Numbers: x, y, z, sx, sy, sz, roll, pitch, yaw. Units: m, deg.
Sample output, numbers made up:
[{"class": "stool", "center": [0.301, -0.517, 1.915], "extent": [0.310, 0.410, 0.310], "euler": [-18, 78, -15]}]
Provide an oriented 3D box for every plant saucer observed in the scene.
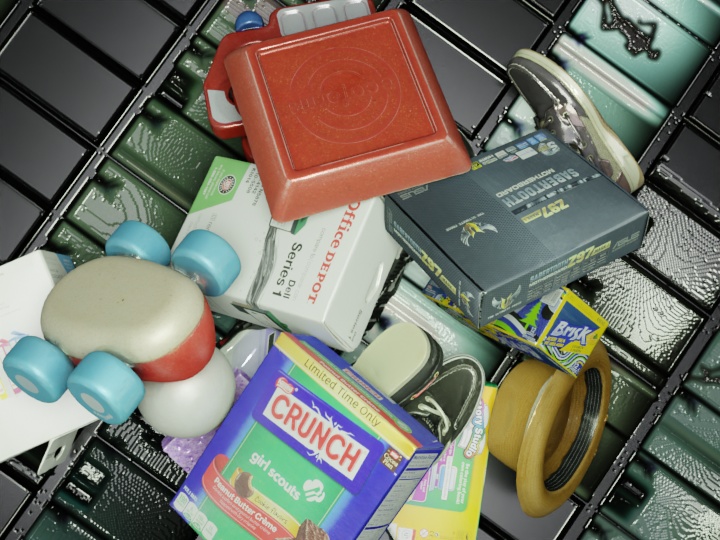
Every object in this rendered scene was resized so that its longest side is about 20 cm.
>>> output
[{"class": "plant saucer", "center": [-0.015, -0.162, 0.954], "extent": [0.198, 0.037, 0.201], "euler": [-16, 67, -8]}]

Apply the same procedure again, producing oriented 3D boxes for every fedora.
[{"class": "fedora", "center": [0.191, 0.153, 1.034], "extent": [0.081, 0.200, 0.202], "euler": [15, 85, 34]}]

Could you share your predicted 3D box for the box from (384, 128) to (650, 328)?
[{"class": "box", "center": [0.145, -0.047, 0.937], "extent": [0.199, 0.051, 0.158], "euler": [-24, 49, -21]}]

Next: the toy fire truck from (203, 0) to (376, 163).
[{"class": "toy fire truck", "center": [-0.069, -0.211, 1.061], "extent": [0.198, 0.112, 0.169], "euler": [-11, 63, -4]}]

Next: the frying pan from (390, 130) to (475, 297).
[{"class": "frying pan", "center": [0.073, -0.072, 1.086], "extent": [0.114, 0.031, 0.192], "euler": [-6, 99, 2]}]

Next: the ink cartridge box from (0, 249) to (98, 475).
[{"class": "ink cartridge box", "center": [-0.328, 0.098, 1.009], "extent": [0.124, 0.129, 0.201], "euler": [-23, 89, -4]}]

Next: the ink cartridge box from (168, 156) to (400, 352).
[{"class": "ink cartridge box", "center": [-0.077, -0.020, 0.997], "extent": [0.199, 0.084, 0.147], "euler": [14, 71, 27]}]

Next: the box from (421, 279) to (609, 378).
[{"class": "box", "center": [0.150, 0.037, 0.997], "extent": [0.070, 0.200, 0.065], "euler": [36, 85, -31]}]

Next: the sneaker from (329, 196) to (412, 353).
[{"class": "sneaker", "center": [0.000, 0.000, 1.060], "extent": [0.080, 0.074, 0.201], "euler": [35, 96, 18]}]

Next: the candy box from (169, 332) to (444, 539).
[{"class": "candy box", "center": [-0.051, 0.187, 0.907], "extent": [0.169, 0.077, 0.201], "euler": [37, 97, 23]}]

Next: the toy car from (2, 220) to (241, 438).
[{"class": "toy car", "center": [-0.189, 0.090, 0.934], "extent": [0.176, 0.201, 0.185], "euler": [8, 49, 34]}]

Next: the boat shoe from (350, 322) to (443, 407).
[{"class": "boat shoe", "center": [-0.006, 0.127, 0.976], "extent": [0.201, 0.063, 0.074], "euler": [-36, 60, 11]}]

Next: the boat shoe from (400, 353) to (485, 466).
[{"class": "boat shoe", "center": [0.063, 0.159, 0.981], "extent": [0.071, 0.064, 0.200], "euler": [42, 68, 0]}]

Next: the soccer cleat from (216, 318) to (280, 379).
[{"class": "soccer cleat", "center": [-0.115, 0.090, 1.058], "extent": [0.200, 0.068, 0.073], "euler": [-39, 109, -5]}]

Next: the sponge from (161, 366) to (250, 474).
[{"class": "sponge", "center": [-0.100, 0.209, 1.036], "extent": [0.111, 0.030, 0.200], "euler": [-43, 107, -3]}]

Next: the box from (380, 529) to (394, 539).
[{"class": "box", "center": [-0.043, 0.296, 0.995], "extent": [0.158, 0.046, 0.201], "euler": [-32, 86, -4]}]

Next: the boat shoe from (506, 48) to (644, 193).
[{"class": "boat shoe", "center": [0.224, -0.151, 1.080], "extent": [0.065, 0.072, 0.200], "euler": [-42, 95, -9]}]

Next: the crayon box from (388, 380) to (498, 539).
[{"class": "crayon box", "center": [0.071, 0.210, 1.057], "extent": [0.118, 0.058, 0.202], "euler": [9, 86, -3]}]
